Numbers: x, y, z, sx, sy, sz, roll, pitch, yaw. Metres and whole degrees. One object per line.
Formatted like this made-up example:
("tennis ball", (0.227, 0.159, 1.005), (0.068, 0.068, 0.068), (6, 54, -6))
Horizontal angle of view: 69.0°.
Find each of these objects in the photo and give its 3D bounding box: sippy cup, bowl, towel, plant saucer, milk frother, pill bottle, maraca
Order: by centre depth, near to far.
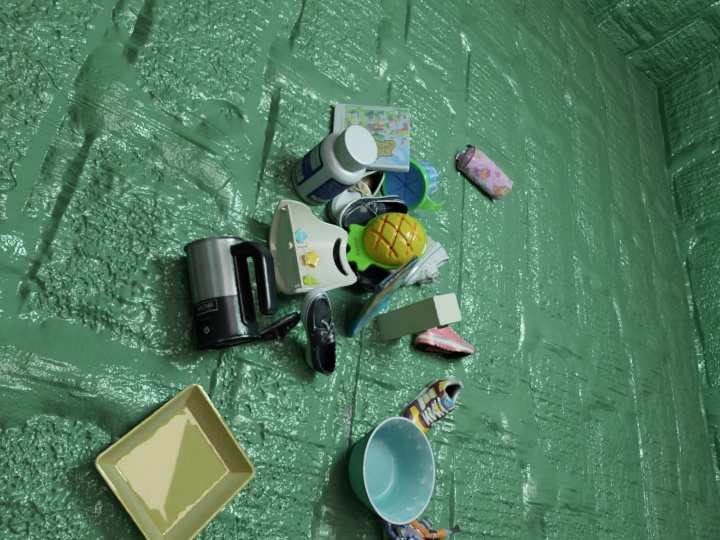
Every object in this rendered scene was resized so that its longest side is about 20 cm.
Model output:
("plant saucer", (-0.304, 0.328, 0.871), (0.199, 0.048, 0.202), (-38, 100, -42))
("milk frother", (-0.220, 0.044, 1.005), (0.200, 0.177, 0.192), (49, 30, -77))
("bowl", (0.052, 0.416, 1.100), (0.198, 0.104, 0.205), (14, 66, -35))
("towel", (0.049, 0.059, 1.167), (0.022, 0.201, 0.146), (43, 48, 10))
("pill bottle", (-0.057, -0.237, 1.178), (0.118, 0.199, 0.122), (14, 66, -35))
("maraca", (0.056, -0.064, 1.199), (0.196, 0.107, 0.139), (-10, 68, -8))
("sippy cup", (0.145, -0.236, 1.402), (0.130, 0.138, 0.181), (-25, 100, -52))

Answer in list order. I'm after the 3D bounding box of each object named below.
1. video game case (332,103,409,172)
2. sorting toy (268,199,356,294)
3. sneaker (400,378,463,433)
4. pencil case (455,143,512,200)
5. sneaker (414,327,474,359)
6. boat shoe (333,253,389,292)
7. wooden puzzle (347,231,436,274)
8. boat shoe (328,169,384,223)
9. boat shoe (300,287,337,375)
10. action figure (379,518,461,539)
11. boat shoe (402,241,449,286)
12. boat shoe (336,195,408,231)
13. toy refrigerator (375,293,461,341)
("video game case", (0.027, -0.339, 1.332), (0.196, 0.022, 0.185), (4, 68, -2))
("sorting toy", (-0.093, -0.031, 1.114), (0.177, 0.107, 0.203), (1, 66, -32))
("sneaker", (0.169, 0.325, 1.240), (0.075, 0.090, 0.200), (55, 49, -10))
("pencil case", (0.392, -0.308, 1.660), (0.198, 0.087, 0.089), (32, 56, -26))
("sneaker", (0.224, 0.172, 1.353), (0.198, 0.073, 0.088), (20, 61, -33))
("boat shoe", (0.000, 0.002, 1.229), (0.197, 0.066, 0.076), (27, 59, -30))
("wooden puzzle", (0.079, -0.083, 1.303), (0.184, 0.037, 0.200), (40, 47, 9))
("boat shoe", (-0.008, -0.193, 1.291), (0.075, 0.068, 0.201), (48, 51, -15))
("boat shoe", (-0.076, 0.130, 1.049), (0.069, 0.066, 0.203), (-24, 131, -38))
("action figure", (0.125, 0.588, 1.105), (0.192, 0.105, 0.201), (-24, 66, -37))
("boat shoe", (0.177, 0.004, 1.369), (0.086, 0.075, 0.201), (47, 42, 5))
("boat shoe", (0.033, -0.137, 1.252), (0.197, 0.062, 0.076), (-16, 118, -32))
("toy refrigerator", (0.131, 0.113, 1.210), (0.075, 0.199, 0.071), (-6, 77, -41))
